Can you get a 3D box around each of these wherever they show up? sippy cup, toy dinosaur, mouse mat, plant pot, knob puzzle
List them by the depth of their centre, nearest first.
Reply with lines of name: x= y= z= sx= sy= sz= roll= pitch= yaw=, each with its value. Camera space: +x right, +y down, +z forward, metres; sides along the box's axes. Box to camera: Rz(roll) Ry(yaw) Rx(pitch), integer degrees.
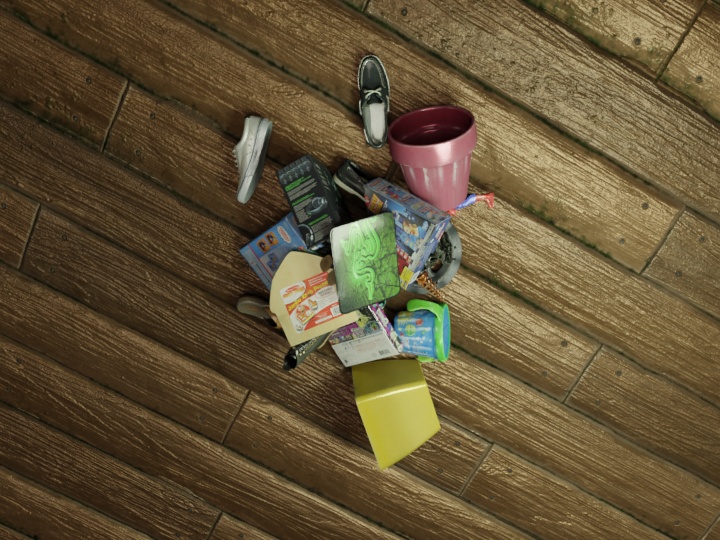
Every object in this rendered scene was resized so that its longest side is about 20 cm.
mouse mat: x=0.014 y=-0.015 z=1.489 sx=0.158 sy=0.008 sz=0.205 roll=-18 pitch=115 yaw=-23
plant pot: x=0.166 y=-0.240 z=1.529 sx=0.195 sy=0.202 sz=0.182 roll=-9 pitch=124 yaw=6
knob puzzle: x=-0.119 y=0.049 z=1.589 sx=0.213 sy=0.030 sz=0.226 roll=1 pitch=100 yaw=5
toy dinosaur: x=0.146 y=-0.031 z=1.612 sx=0.134 sy=0.103 sz=0.201 roll=-27 pitch=116 yaw=23
sippy cup: x=0.148 y=0.150 z=1.688 sx=0.127 sy=0.140 sz=0.183 roll=-1 pitch=100 yaw=15
plant pot: x=0.093 y=0.335 z=1.720 sx=0.172 sy=0.200 sz=0.204 roll=-18 pitch=107 yaw=2

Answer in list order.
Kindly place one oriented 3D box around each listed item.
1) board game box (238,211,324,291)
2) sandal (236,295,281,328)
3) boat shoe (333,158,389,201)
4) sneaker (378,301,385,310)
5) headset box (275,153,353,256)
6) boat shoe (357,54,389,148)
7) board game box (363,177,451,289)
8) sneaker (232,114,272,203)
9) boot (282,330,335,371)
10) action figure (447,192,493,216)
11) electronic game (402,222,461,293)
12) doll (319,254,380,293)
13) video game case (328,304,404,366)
board game box: x=-0.183 y=-0.032 z=1.642 sx=0.198 sy=0.037 sz=0.153 roll=-27 pitch=104 yaw=42
sandal: x=-0.218 y=0.110 z=1.715 sx=0.195 sy=0.055 sz=0.083 roll=12 pitch=140 yaw=0
boat shoe: x=0.035 y=-0.194 z=1.604 sx=0.197 sy=0.075 sz=0.067 roll=32 pitch=118 yaw=1
sneaker: x=0.023 y=0.095 z=1.695 sx=0.069 sy=0.080 sz=0.205 roll=9 pitch=109 yaw=0
headset box: x=-0.094 y=-0.147 z=1.546 sx=0.091 sy=0.174 sz=0.204 roll=-26 pitch=81 yaw=10
boat shoe: x=0.033 y=-0.377 z=1.549 sx=0.074 sy=0.061 sz=0.205 roll=-9 pitch=108 yaw=7
board game box: x=0.078 y=-0.099 z=1.537 sx=0.199 sy=0.061 sz=0.202 roll=43 pitch=135 yaw=19
sneaker: x=-0.263 y=-0.261 z=1.609 sx=0.069 sy=0.073 sz=0.205 roll=19 pitch=100 yaw=6
boot: x=-0.112 y=0.150 z=1.644 sx=0.077 sy=0.138 sz=0.202 roll=34 pitch=134 yaw=14
action figure: x=0.210 y=-0.151 z=1.611 sx=0.194 sy=0.065 sz=0.053 roll=-2 pitch=95 yaw=3
electronic game: x=0.146 y=-0.045 z=1.662 sx=0.194 sy=0.042 sz=0.206 roll=1 pitch=101 yaw=5
doll: x=0.000 y=0.000 z=1.564 sx=0.197 sy=0.138 sz=0.049 roll=7 pitch=135 yaw=-44
video game case: x=-0.012 y=0.140 z=1.685 sx=0.198 sy=0.036 sz=0.183 roll=-21 pitch=107 yaw=45
